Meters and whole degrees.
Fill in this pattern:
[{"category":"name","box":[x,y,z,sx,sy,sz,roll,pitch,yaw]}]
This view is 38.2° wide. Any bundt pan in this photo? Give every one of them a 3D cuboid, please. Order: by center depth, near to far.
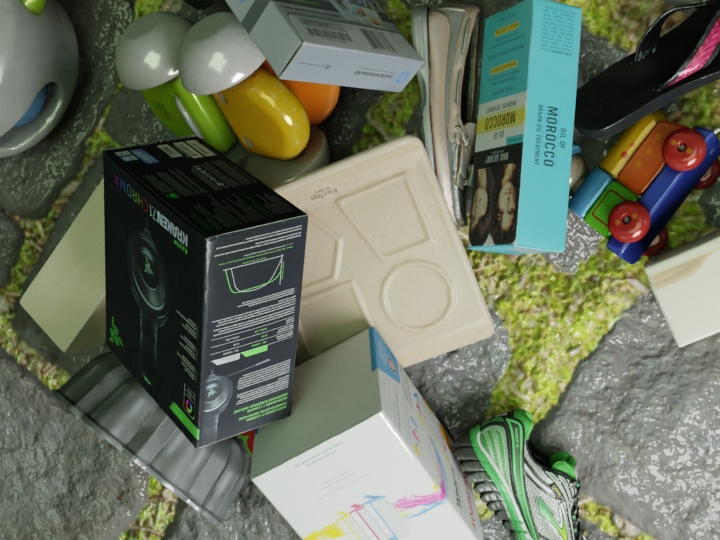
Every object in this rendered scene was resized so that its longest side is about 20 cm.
[{"category":"bundt pan","box":[-0.184,0.148,0.967,0.201,0.202,0.076,37,76,11]}]

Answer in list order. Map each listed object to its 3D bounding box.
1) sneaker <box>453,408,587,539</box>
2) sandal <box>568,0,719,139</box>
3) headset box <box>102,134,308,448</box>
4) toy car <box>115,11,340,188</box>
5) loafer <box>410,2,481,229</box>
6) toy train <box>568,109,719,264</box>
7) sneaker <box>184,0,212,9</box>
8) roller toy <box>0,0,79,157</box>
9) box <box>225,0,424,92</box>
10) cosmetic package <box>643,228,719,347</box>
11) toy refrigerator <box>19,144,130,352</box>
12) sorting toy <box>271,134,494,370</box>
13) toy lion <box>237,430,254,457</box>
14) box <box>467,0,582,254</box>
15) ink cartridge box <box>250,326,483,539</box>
[{"category":"sneaker","box":[0.168,0.213,0.914,0.085,0.078,0.201,-35,89,9]},{"category":"sandal","box":[0.255,-0.177,0.831,0.199,0.045,0.075,-33,46,2]},{"category":"headset box","box":[-0.133,0.018,0.847,0.174,0.092,0.201,37,131,42]},{"category":"toy car","box":[-0.104,-0.167,0.927,0.199,0.176,0.150,11,55,39]},{"category":"loafer","box":[0.084,-0.135,0.911,0.062,0.072,0.202,-6,91,11]},{"category":"toy train","box":[0.244,-0.116,0.863,0.116,0.084,0.201,41,101,27]},{"category":"sneaker","box":[-0.168,-0.297,0.930,0.080,0.074,0.200,-49,43,5]},{"category":"roller toy","box":[-0.376,-0.207,1.009,0.198,0.140,0.184,1,85,19]},{"category":"box","box":[-0.055,-0.237,0.869,0.041,0.155,0.201,-47,66,32]},{"category":"cosmetic package","box":[0.332,-0.014,0.826,0.199,0.105,0.072,-25,86,17]},{"category":"toy refrigerator","box":[-0.241,-0.020,1.024,0.076,0.070,0.200,42,105,16]},{"category":"sorting toy","box":[0.000,0.000,0.907,0.184,0.037,0.201,-20,109,10]},{"category":"toy lion","box":[-0.050,0.087,0.982,0.199,0.069,0.192,-34,92,17]},{"category":"box","box":[0.135,-0.116,0.867,0.049,0.082,0.202,6,87,-23]},{"category":"ink cartridge box","box":[0.013,0.179,0.901,0.125,0.129,0.201,-29,116,13]}]
